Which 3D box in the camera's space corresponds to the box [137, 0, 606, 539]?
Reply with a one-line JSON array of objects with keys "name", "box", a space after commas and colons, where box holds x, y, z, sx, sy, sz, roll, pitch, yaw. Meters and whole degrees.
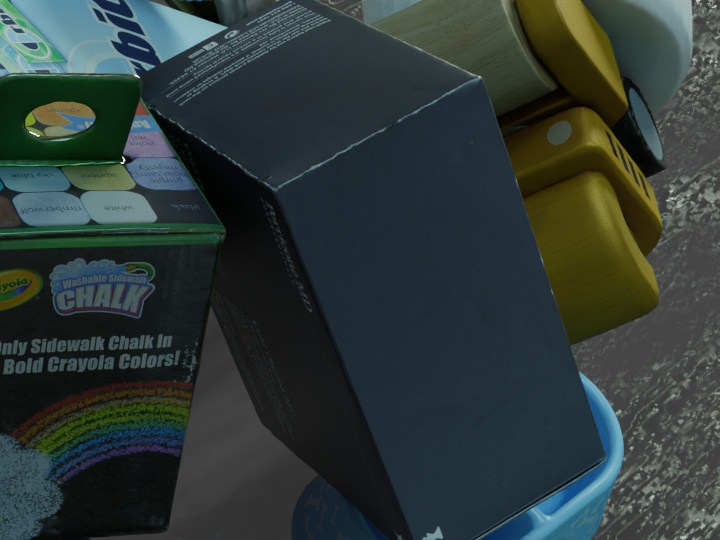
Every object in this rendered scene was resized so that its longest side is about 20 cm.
[{"name": "box", "box": [0.000, 0.000, 0.965, 0.104, 0.201, 0.182, -29, 29, -15]}]

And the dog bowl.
[{"name": "dog bowl", "box": [0.056, 0.108, 1.072, 0.200, 0.050, 0.112, -31, 71, -40]}]

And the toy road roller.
[{"name": "toy road roller", "box": [0.088, -0.048, 1.116, 0.200, 0.122, 0.147, 43, 29, -49]}]

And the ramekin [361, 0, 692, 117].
[{"name": "ramekin", "box": [0.094, -0.147, 1.206, 0.199, 0.201, 0.098, 9, 58, -19]}]

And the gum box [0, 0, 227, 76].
[{"name": "gum box", "box": [-0.121, -0.085, 1.084, 0.199, 0.045, 0.170, 15, 32, -39]}]

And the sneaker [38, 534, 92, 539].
[{"name": "sneaker", "box": [-0.140, 0.186, 0.865, 0.200, 0.088, 0.076, -54, 130, -43]}]

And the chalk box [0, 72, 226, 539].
[{"name": "chalk box", "box": [-0.139, 0.001, 0.909, 0.124, 0.201, 0.124, -1, 31, -25]}]

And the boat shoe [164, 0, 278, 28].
[{"name": "boat shoe", "box": [-0.117, -0.209, 1.234, 0.201, 0.072, 0.066, 49, 44, 11]}]
